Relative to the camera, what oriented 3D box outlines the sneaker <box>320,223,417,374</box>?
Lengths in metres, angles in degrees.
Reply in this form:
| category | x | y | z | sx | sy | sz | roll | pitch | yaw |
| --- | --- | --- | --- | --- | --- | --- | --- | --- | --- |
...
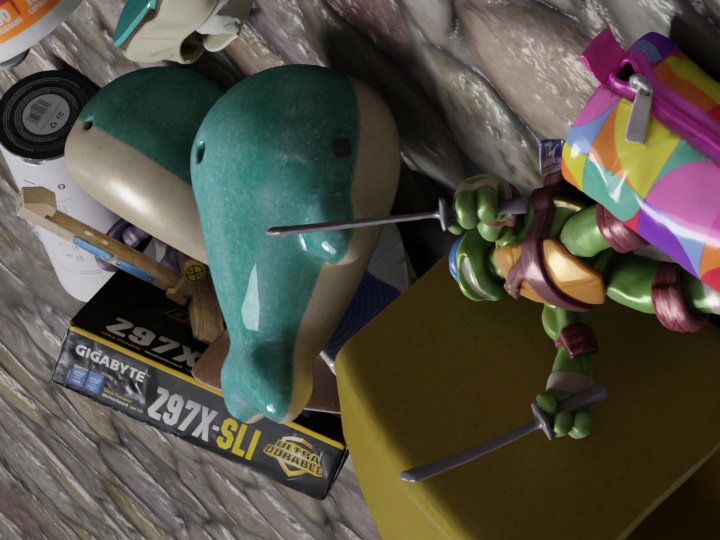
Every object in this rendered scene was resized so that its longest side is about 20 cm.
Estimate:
| category | x | y | z | sx | sy | sz | roll | pitch | yaw |
| --- | --- | --- | --- | --- | --- | --- | --- | --- | --- |
| sneaker | 0.000 | 0.000 | 1.687 | 0.115 | 0.080 | 0.200 | 48 | -171 | -44 |

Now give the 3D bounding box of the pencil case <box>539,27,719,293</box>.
| category | x | y | z | sx | sy | sz | roll | pitch | yaw |
| --- | --- | --- | --- | --- | --- | --- | --- | --- | --- |
| pencil case | 0.178 | -0.025 | 1.243 | 0.200 | 0.088 | 0.089 | 37 | 161 | 20 |

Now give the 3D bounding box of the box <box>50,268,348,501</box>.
| category | x | y | z | sx | sy | sz | roll | pitch | yaw |
| --- | --- | --- | --- | --- | --- | --- | --- | --- | --- |
| box | -0.090 | 0.069 | 1.855 | 0.199 | 0.050 | 0.160 | 24 | -159 | 4 |

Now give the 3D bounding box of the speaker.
| category | x | y | z | sx | sy | sz | roll | pitch | yaw |
| --- | --- | --- | --- | --- | --- | --- | --- | --- | --- |
| speaker | -0.208 | -0.058 | 2.052 | 0.081 | 0.081 | 0.200 | 36 | 160 | 27 |

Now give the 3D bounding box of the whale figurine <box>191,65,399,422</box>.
| category | x | y | z | sx | sy | sz | roll | pitch | yaw |
| --- | --- | --- | --- | --- | --- | --- | --- | --- | --- |
| whale figurine | -0.051 | -0.018 | 1.557 | 0.103 | 0.201 | 0.159 | 17 | 172 | -23 |

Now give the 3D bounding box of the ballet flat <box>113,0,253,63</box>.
| category | x | y | z | sx | sy | sz | roll | pitch | yaw |
| --- | --- | --- | --- | --- | --- | --- | --- | --- | --- |
| ballet flat | -0.093 | -0.159 | 1.614 | 0.070 | 0.069 | 0.200 | 47 | 164 | -4 |

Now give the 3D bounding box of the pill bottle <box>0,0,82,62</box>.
| category | x | y | z | sx | sy | sz | roll | pitch | yaw |
| --- | --- | --- | --- | --- | --- | --- | --- | --- | --- |
| pill bottle | -0.262 | -0.235 | 1.727 | 0.114 | 0.114 | 0.200 | 19 | 149 | 54 |

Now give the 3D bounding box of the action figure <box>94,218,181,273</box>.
| category | x | y | z | sx | sy | sz | roll | pitch | yaw |
| --- | --- | --- | --- | --- | --- | --- | --- | --- | --- |
| action figure | -0.127 | -0.035 | 1.944 | 0.130 | 0.069 | 0.200 | 52 | 148 | 1 |

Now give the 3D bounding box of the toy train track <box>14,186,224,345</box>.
| category | x | y | z | sx | sy | sz | roll | pitch | yaw |
| --- | --- | --- | --- | --- | --- | --- | --- | --- | --- |
| toy train track | -0.133 | -0.010 | 1.829 | 0.199 | 0.033 | 0.115 | 27 | -159 | -23 |

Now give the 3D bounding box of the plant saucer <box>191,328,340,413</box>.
| category | x | y | z | sx | sy | sz | roll | pitch | yaw |
| --- | --- | --- | --- | --- | --- | --- | --- | --- | --- |
| plant saucer | -0.006 | 0.058 | 1.753 | 0.200 | 0.199 | 0.035 | 15 | 102 | 58 |

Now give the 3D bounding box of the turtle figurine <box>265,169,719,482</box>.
| category | x | y | z | sx | sy | sz | roll | pitch | yaw |
| --- | --- | --- | --- | --- | --- | --- | --- | --- | --- |
| turtle figurine | 0.097 | 0.019 | 1.376 | 0.193 | 0.199 | 0.145 | -10 | 92 | 43 |

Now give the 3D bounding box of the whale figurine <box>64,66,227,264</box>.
| category | x | y | z | sx | sy | sz | roll | pitch | yaw |
| --- | --- | --- | --- | --- | --- | --- | --- | --- | --- |
| whale figurine | -0.092 | -0.058 | 1.793 | 0.199 | 0.104 | 0.159 | 32 | 177 | -31 |

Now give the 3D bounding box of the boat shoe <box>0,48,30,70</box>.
| category | x | y | z | sx | sy | sz | roll | pitch | yaw |
| --- | --- | --- | --- | --- | --- | --- | --- | --- | --- |
| boat shoe | -0.315 | -0.216 | 1.968 | 0.200 | 0.069 | 0.057 | 48 | 163 | -14 |

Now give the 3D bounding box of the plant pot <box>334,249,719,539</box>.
| category | x | y | z | sx | sy | sz | roll | pitch | yaw |
| --- | --- | --- | --- | --- | --- | --- | --- | --- | --- |
| plant pot | 0.092 | 0.097 | 1.533 | 0.200 | 0.195 | 0.195 | 42 | 162 | 21 |
